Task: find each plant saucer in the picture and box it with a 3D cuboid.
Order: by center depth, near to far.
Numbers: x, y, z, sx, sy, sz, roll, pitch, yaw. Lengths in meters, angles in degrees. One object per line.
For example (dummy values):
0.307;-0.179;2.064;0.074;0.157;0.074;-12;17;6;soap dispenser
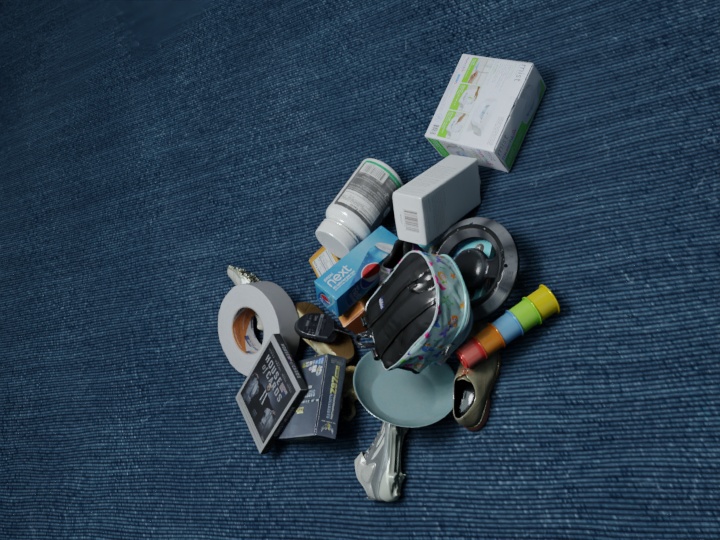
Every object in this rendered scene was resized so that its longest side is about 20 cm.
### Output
0.083;0.222;1.380;0.197;0.039;0.203;3;42;-3;plant saucer

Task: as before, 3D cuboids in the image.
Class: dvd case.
-0.186;0.254;1.510;0.201;0.024;0.151;-58;47;30;dvd case

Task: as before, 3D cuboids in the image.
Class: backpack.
0.111;0.069;1.305;0.201;0.148;0.179;-58;37;40;backpack

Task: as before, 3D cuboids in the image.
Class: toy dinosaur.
-0.022;0.245;1.476;0.198;0.058;0.102;24;83;38;toy dinosaur

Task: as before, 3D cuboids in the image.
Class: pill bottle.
-0.003;-0.129;1.561;0.112;0.114;0.201;21;67;37;pill bottle

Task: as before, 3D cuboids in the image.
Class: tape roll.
-0.224;0.127;1.605;0.198;0.066;0.204;5;97;38;tape roll

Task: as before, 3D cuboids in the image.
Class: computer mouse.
-0.038;0.128;1.484;0.197;0.034;0.059;11;55;12;computer mouse

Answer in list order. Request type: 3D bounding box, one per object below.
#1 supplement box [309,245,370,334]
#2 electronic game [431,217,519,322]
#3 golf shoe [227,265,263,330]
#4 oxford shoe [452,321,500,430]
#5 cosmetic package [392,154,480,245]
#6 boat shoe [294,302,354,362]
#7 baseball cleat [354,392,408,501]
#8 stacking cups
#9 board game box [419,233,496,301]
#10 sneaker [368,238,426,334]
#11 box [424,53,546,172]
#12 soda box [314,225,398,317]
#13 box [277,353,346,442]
-0.036;0.036;1.570;0.069;0.066;0.201;-39;53;16;supplement box
0.208;-0.002;1.379;0.198;0.041;0.203;-15;66;36;electronic game
-0.262;0.061;1.706;0.199;0.078;0.098;37;98;39;golf shoe
0.209;0.185;1.337;0.070;0.075;0.203;-3;68;32;oxford shoe
0.153;-0.142;1.436;0.073;0.103;0.199;16;37;37;cosmetic package
-0.080;0.143;1.558;0.200;0.072;0.063;45;126;44;boat shoe
0.037;0.330;1.393;0.105;0.070;0.203;-6;66;31;baseball cleat
0.259;0.102;1.315;0.198;0.061;0.061;-32;54;-3;stacking cups
0.169;0.004;1.460;0.198;0.047;0.153;6;74;35;board game box
0.054;0.029;1.439;0.075;0.087;0.202;19;81;37;sneaker
0.258;-0.328;1.513;0.175;0.096;0.202;20;81;37;box
0.000;0.000;1.502;0.068;0.065;0.200;36;62;27;soda box
-0.104;0.260;1.476;0.199;0.050;0.160;-23;55;58;box
